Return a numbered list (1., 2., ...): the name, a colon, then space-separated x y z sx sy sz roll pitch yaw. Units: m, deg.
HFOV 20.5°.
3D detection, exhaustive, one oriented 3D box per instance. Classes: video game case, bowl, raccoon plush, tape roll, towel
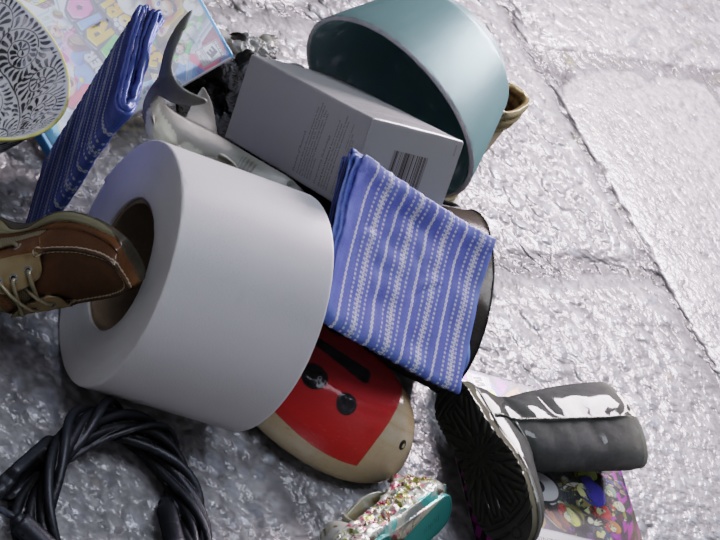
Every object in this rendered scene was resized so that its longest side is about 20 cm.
1. video game case: 0.167 0.191 1.803 0.181 0.036 0.200 18 42 -31
2. bowl: 0.057 -0.177 1.817 0.201 0.201 0.105 45 66 4
3. raccoon plush: -0.102 -0.137 1.885 0.134 0.096 0.201 -43 117 -69
4. video game case: -0.226 -0.204 1.748 0.200 0.018 0.143 -33 98 -26
5. tape roll: -0.131 0.013 1.562 0.139 0.203 0.203 19 41 -28
6. towel: -0.217 -0.105 1.592 0.024 0.200 0.145 26 39 -17
7. towel: 0.038 0.002 1.625 0.200 0.024 0.145 30 67 -44
8. bowl: -0.347 -0.155 1.625 0.200 0.094 0.201 26 39 -23

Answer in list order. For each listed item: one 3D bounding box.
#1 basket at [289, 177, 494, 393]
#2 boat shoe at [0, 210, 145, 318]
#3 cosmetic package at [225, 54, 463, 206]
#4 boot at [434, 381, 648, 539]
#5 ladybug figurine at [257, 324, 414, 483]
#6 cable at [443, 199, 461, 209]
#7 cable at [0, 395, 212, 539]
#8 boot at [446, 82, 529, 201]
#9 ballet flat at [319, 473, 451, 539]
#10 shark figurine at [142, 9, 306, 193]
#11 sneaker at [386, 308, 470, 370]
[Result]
1. basket: 0.000 0.000 1.766 0.199 0.136 0.181 17 57 -24
2. boat shoe: -0.249 0.005 1.498 0.074 0.199 0.076 -55 130 -35
3. cosmetic package: -0.017 -0.114 1.718 0.107 0.085 0.200 11 13 -37
4. boot: 0.175 0.168 1.755 0.200 0.073 0.182 13 46 -41
5. ladybug figurine: -0.033 0.097 1.679 0.200 0.072 0.136 33 36 -12
6. cable: 0.019 -0.055 1.852 0.200 0.097 0.051 8 91 -54
7. cable: -0.176 0.178 1.475 0.163 0.051 0.200 44 34 3
8. boot: 0.061 -0.129 1.936 0.200 0.155 0.073 1 52 -43
9. ballet flat: 0.005 0.219 1.607 0.064 0.076 0.200 20 23 24
10. shark figurine: -0.137 -0.125 1.634 0.215 0.128 0.090 51 43 -50
11. sneaker: 0.016 0.040 1.666 0.200 0.070 0.078 36 18 -21
